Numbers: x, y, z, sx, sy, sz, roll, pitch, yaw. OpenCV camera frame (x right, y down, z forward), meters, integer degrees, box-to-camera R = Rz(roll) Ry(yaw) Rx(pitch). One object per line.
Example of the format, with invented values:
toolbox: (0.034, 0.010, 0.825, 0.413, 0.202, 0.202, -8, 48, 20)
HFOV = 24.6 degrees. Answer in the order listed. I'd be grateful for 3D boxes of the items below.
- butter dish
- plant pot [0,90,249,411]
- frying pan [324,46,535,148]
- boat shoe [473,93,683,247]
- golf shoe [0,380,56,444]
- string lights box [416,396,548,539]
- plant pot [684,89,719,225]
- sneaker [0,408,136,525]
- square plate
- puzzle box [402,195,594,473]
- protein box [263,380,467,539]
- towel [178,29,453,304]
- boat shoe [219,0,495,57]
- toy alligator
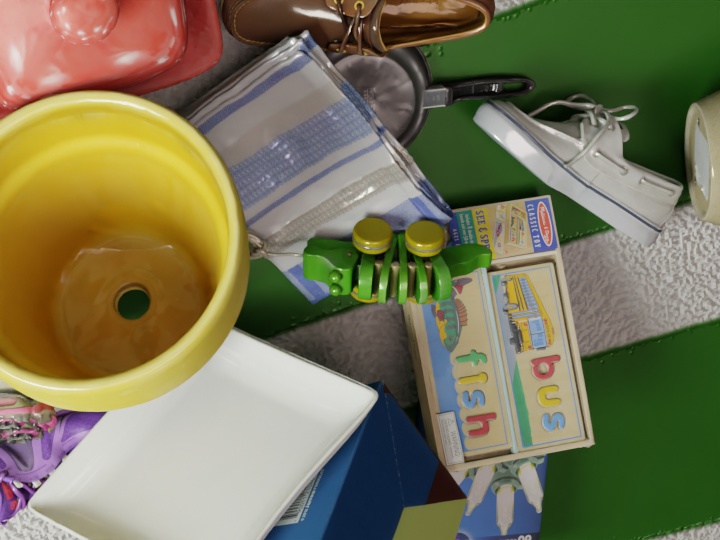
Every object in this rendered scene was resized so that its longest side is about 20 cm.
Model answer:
butter dish: (-0.190, -0.185, 1.079, 0.197, 0.148, 0.202, -17, 116, -10)
plant pot: (-0.169, 0.004, 1.121, 0.198, 0.189, 0.203, 0, 75, 2)
frying pan: (0.035, -0.118, 1.249, 0.188, 0.031, 0.116, 18, 106, -21)
boat shoe: (0.180, -0.097, 1.277, 0.201, 0.075, 0.086, 30, 100, -28)
golf shoe: (-0.320, 0.085, 1.199, 0.197, 0.073, 0.093, -6, 71, -3)
string lights box: (0.098, 0.157, 1.360, 0.101, 0.059, 0.202, -2, 111, -14)
plant pot: (0.362, -0.095, 1.294, 0.197, 0.188, 0.189, -4, 113, -1)
sneaker: (-0.249, 0.157, 1.233, 0.198, 0.083, 0.081, -16, 116, -13)
square plate: (-0.111, 0.134, 1.176, 0.200, 0.197, 0.029, -49, 137, -23)
puzzle box: (0.103, 0.049, 1.287, 0.132, 0.025, 0.202, -9, 85, -15)
protein box: (-0.057, 0.213, 1.212, 0.198, 0.199, 0.135, -16, 123, 33)
towel: (-0.040, -0.069, 1.215, 0.146, 0.024, 0.200, -30, 122, 21)
boat shoe: (0.000, -0.189, 1.170, 0.198, 0.068, 0.073, -6, 133, -6)
toy alligator: (0.000, 0.000, 1.223, 0.197, 0.055, 0.060, 2, 130, -2)
